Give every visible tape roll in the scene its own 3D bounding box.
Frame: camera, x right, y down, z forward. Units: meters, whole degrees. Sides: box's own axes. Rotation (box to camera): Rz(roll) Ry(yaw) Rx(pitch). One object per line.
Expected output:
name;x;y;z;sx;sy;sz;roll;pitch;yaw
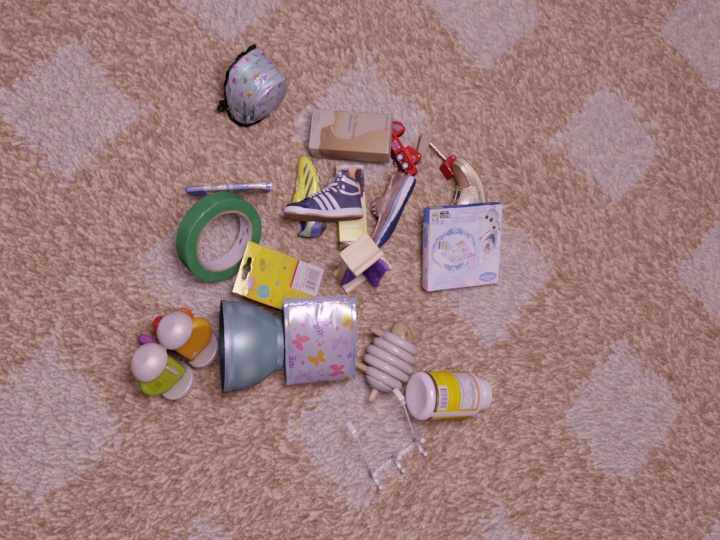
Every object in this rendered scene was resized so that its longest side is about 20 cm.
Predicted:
tape roll;-0.316;-0.075;1.439;0.048;0.201;0.201;32;73;36

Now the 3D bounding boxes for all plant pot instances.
plant pot;-0.241;0.164;1.414;0.132;0.200;0.204;-1;81;-15

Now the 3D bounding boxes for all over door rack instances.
over door rack;0.067;0.394;1.460;0.147;0.066;0.202;-31;119;-15

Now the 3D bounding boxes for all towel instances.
towel;-0.300;-0.189;1.483;0.196;0.147;0.024;-5;96;-10

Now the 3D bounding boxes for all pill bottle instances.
pill bottle;0.211;0.293;1.503;0.197;0.109;0.111;6;79;-31

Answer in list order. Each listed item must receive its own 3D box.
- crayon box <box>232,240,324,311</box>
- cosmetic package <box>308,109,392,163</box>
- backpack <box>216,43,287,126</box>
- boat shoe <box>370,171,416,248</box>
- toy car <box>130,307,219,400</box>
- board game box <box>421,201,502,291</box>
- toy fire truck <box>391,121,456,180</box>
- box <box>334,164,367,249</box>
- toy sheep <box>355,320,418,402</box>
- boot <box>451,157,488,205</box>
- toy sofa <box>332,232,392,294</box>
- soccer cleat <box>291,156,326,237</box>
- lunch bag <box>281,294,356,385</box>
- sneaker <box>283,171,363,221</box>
crayon box;-0.195;0.023;1.491;0.198;0.051;0.129;22;77;-23
cosmetic package;-0.022;-0.329;1.566;0.196;0.071;0.107;4;81;6
backpack;-0.246;-0.433;1.500;0.126;0.200;0.168;37;76;-3
boat shoe;0.065;-0.152;1.588;0.072;0.072;0.202;26;82;14
toy car;-0.425;0.173;1.409;0.149;0.175;0.201;29;75;31
board game box;0.248;-0.060;1.567;0.197;0.043;0.203;-5;106;-18
toy fire truck;0.148;-0.304;1.632;0.140;0.049;0.202;-31;87;-14
box;-0.025;-0.156;1.576;0.074;0.050;0.204;-3;82;-11
toy sheep;0.063;0.213;1.497;0.136;0.138;0.202;26;85;-5
boot;0.236;-0.162;1.596;0.153;0.072;0.202;-30;111;-11
toy sofa;0.000;0.000;1.480;0.082;0.200;0.098;-36;83;-14
soccer cleat;-0.135;-0.179;1.551;0.082;0.065;0.204;-9;84;-12
lunch bag;-0.094;0.144;1.445;0.167;0.128;0.203;-4;122;-10
sneaker;-0.089;-0.174;1.496;0.197;0.070;0.111;-2;84;-26
